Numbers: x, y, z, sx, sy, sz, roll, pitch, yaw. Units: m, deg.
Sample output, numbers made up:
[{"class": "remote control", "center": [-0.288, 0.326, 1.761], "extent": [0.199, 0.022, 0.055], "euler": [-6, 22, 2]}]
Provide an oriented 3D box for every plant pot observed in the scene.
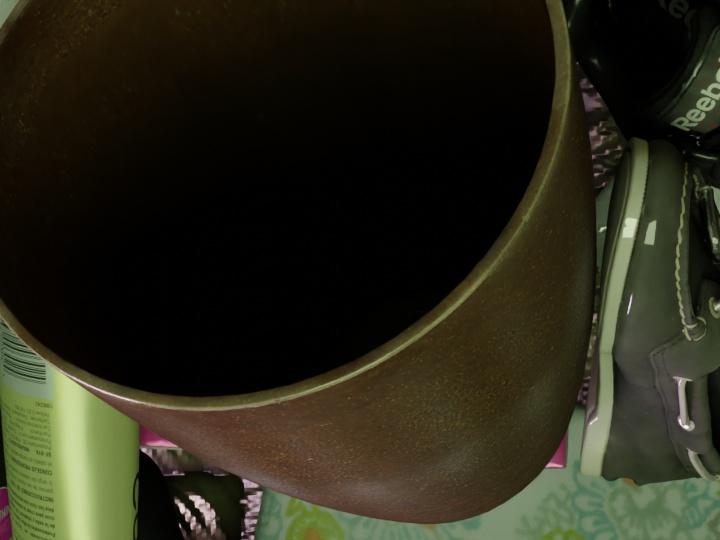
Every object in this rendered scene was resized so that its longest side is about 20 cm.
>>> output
[{"class": "plant pot", "center": [0.000, 0.000, 0.909], "extent": [0.187, 0.187, 0.200], "euler": [-17, 148, 11]}]

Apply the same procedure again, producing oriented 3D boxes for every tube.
[{"class": "tube", "center": [-0.099, 0.081, 1.005], "extent": [0.052, 0.058, 0.200], "euler": [6, 109, 16]}]

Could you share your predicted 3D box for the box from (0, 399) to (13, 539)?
[{"class": "box", "center": [-0.192, 0.065, 0.981], "extent": [0.124, 0.149, 0.200], "euler": [3, 104, 13]}]

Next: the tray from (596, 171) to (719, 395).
[{"class": "tray", "center": [0.166, -0.049, 0.996], "extent": [0.107, 0.022, 0.200], "euler": [49, 120, 23]}]

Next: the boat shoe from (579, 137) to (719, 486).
[{"class": "boat shoe", "center": [0.105, 0.016, 0.940], "extent": [0.057, 0.067, 0.200], "euler": [7, 154, 5]}]

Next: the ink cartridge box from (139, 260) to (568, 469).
[{"class": "ink cartridge box", "center": [-0.023, 0.019, 1.034], "extent": [0.200, 0.037, 0.095], "euler": [3, 87, 1]}]

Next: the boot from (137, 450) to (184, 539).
[{"class": "boot", "center": [-0.028, 0.147, 1.109], "extent": [0.158, 0.079, 0.212], "euler": [-15, 94, -14]}]

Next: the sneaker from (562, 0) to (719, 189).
[{"class": "sneaker", "center": [0.140, -0.048, 0.933], "extent": [0.200, 0.098, 0.071], "euler": [39, 115, 14]}]

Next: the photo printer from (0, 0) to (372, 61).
[{"class": "photo printer", "center": [-0.092, -0.146, 0.933], "extent": [0.200, 0.070, 0.167], "euler": [-1, 123, 1]}]

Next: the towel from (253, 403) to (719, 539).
[{"class": "towel", "center": [0.055, 0.131, 1.066], "extent": [0.200, 0.172, 0.048], "euler": [12, 162, -8]}]
